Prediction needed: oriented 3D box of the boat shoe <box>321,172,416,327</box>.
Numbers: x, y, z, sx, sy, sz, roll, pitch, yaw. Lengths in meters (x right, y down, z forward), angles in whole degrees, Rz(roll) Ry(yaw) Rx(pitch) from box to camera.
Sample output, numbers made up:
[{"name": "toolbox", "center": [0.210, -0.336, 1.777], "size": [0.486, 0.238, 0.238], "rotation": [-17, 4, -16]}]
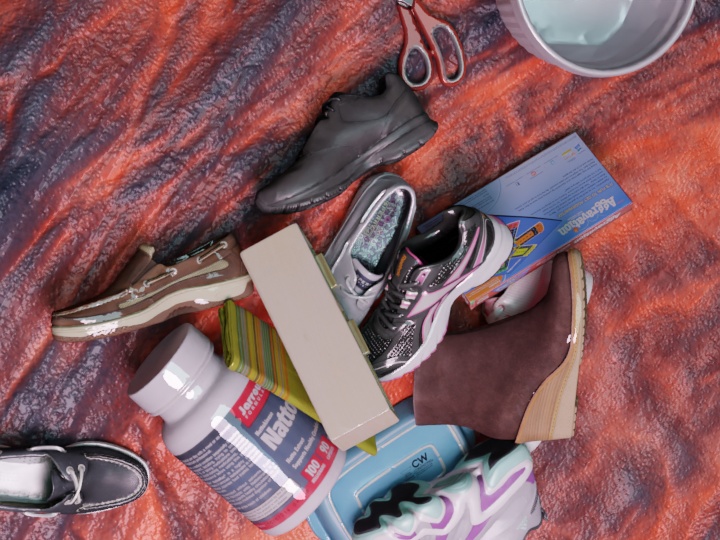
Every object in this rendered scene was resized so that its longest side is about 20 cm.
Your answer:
[{"name": "boat shoe", "center": [0.000, 0.000, 1.502], "size": [0.072, 0.068, 0.201], "rotation": [31, 90, -18]}]

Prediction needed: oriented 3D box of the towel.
[{"name": "towel", "center": [-0.060, 0.107, 1.468], "size": [0.018, 0.086, 0.200], "rotation": [-37, 127, 24]}]

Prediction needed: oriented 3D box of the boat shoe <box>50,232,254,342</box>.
[{"name": "boat shoe", "center": [-0.204, 0.011, 1.449], "size": [0.201, 0.075, 0.076], "rotation": [-16, 98, -26]}]

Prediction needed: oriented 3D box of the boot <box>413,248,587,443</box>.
[{"name": "boot", "center": [0.135, 0.071, 1.484], "size": [0.165, 0.072, 0.202], "rotation": [7, 105, 9]}]

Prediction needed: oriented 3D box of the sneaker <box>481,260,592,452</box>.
[{"name": "sneaker", "center": [0.160, 0.080, 1.557], "size": [0.104, 0.075, 0.202], "rotation": [18, 88, -15]}]

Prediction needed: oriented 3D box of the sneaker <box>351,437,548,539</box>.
[{"name": "sneaker", "center": [0.100, 0.269, 1.522], "size": [0.199, 0.078, 0.141], "rotation": [-25, 108, -6]}]

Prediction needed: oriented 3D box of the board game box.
[{"name": "board game box", "center": [0.166, -0.053, 1.541], "size": [0.199, 0.019, 0.103], "rotation": [-31, 65, -10]}]

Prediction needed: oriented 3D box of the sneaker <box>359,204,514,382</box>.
[{"name": "sneaker", "center": [0.053, 0.012, 1.469], "size": [0.201, 0.080, 0.086], "rotation": [-52, 140, 3]}]

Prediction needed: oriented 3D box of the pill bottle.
[{"name": "pill bottle", "center": [-0.121, 0.149, 1.459], "size": [0.200, 0.120, 0.120], "rotation": [43, 84, -16]}]

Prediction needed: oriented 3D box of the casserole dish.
[{"name": "casserole dish", "center": [0.036, 0.213, 1.555], "size": [0.199, 0.039, 0.122], "rotation": [-32, 105, -11]}]

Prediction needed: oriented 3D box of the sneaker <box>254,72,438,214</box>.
[{"name": "sneaker", "center": [-0.024, -0.123, 1.489], "size": [0.199, 0.076, 0.091], "rotation": [-32, 94, -17]}]

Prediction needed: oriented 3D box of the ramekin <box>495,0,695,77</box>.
[{"name": "ramekin", "center": [0.226, -0.294, 1.515], "size": [0.198, 0.105, 0.202], "rotation": [-2, 97, -15]}]

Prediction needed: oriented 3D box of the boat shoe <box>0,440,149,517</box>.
[{"name": "boat shoe", "center": [-0.297, 0.202, 1.446], "size": [0.198, 0.060, 0.076], "rotation": [1, 96, -16]}]

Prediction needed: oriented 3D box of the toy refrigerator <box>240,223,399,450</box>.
[{"name": "toy refrigerator", "center": [-0.036, 0.062, 1.432], "size": [0.070, 0.076, 0.201], "rotation": [-28, 73, 1]}]

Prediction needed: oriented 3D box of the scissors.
[{"name": "scissors", "center": [0.049, -0.275, 1.516], "size": [0.073, 0.014, 0.202], "rotation": [-20, 100, -10]}]
